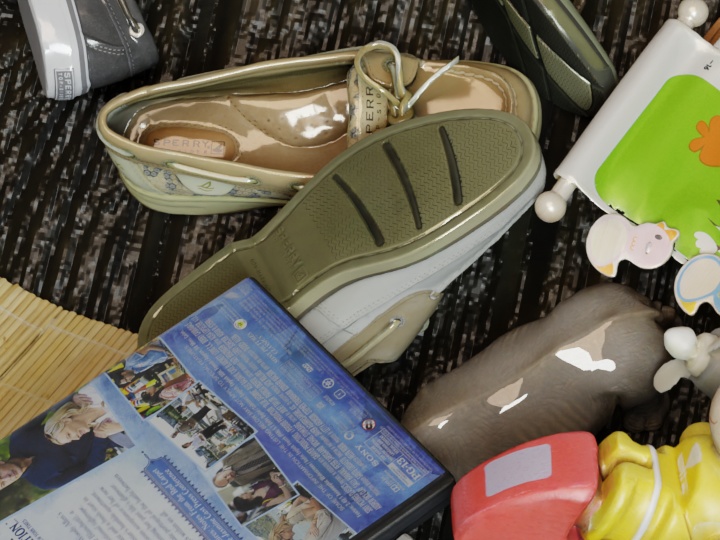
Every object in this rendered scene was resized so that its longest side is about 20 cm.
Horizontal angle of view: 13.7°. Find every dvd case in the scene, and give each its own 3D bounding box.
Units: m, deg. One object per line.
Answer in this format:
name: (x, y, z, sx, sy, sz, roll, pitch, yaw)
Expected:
dvd case: (-0.081, 0.099, 1.221, 0.200, 0.018, 0.143, -33, 56, -20)

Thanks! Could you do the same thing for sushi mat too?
sushi mat: (-0.184, 0.075, 1.326, 0.096, 0.012, 0.200, 24, 47, 18)

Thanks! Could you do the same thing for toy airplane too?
toy airplane: (0.162, 0.100, 1.169, 0.199, 0.141, 0.200, -21, 42, -38)

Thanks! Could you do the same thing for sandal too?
sandal: (0.069, -0.162, 1.366, 0.057, 0.080, 0.201, -24, 70, -10)

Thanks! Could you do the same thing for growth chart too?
growth chart: (0.188, -0.035, 1.284, 0.200, 0.018, 0.145, 23, 69, 15)

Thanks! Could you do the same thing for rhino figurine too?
rhino figurine: (0.052, 0.069, 1.296, 0.200, 0.087, 0.060, -30, 70, 3)

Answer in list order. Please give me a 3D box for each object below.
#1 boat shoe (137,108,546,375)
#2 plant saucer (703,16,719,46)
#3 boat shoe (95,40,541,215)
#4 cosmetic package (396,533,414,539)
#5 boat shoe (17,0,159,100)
boat shoe: (0.000, 0.000, 1.326, 0.200, 0.068, 0.075, -30, 47, 13)
plant saucer: (0.232, -0.055, 1.321, 0.200, 0.037, 0.201, -3, 75, 11)
boat shoe: (-0.019, -0.062, 1.360, 0.200, 0.063, 0.073, -8, 73, 9)
cosmetic package: (0.029, 0.229, 1.217, 0.151, 0.052, 0.200, -42, 111, 0)
boat shoe: (-0.138, -0.178, 1.419, 0.066, 0.070, 0.200, -12, 69, -10)
